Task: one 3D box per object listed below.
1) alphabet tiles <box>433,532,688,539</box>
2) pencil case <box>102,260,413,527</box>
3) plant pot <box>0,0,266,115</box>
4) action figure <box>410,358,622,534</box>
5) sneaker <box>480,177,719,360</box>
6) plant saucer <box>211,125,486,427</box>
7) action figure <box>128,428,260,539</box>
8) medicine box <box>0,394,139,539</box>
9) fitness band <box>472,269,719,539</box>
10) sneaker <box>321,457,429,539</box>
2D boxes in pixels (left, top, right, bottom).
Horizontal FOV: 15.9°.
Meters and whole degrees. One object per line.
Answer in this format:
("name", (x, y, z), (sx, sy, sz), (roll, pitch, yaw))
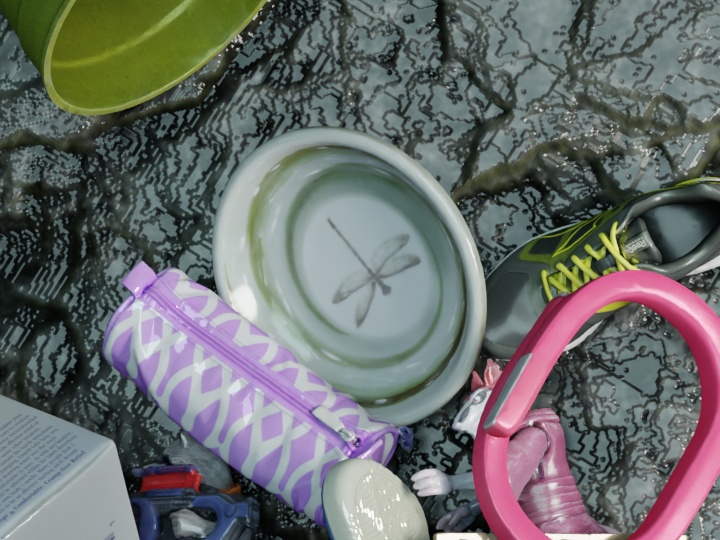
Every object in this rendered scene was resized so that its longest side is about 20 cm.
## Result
("alphabet tiles", (0.122, 0.257, 1.532), (0.167, 0.008, 0.200), (3, 83, -20))
("pencil case", (-0.070, 0.079, 1.621), (0.200, 0.086, 0.084), (34, 70, 16))
("plant pot", (-0.174, -0.238, 1.639), (0.200, 0.200, 0.193), (-41, 70, 1))
("action figure", (0.115, 0.148, 1.585), (0.149, 0.134, 0.200), (-16, 88, 5))
("sneaker", (0.154, -0.009, 1.621), (0.200, 0.085, 0.075), (-29, 81, 1))
("plant saucer", (0.000, 0.000, 1.630), (0.200, 0.050, 0.200), (12, 115, 28))
("action figure", (-0.132, 0.198, 1.648), (0.200, 0.105, 0.194), (4, 78, 36))
("medicine box", (-0.229, 0.172, 1.546), (0.200, 0.182, 0.103), (17, 42, 37))
("fitness band", (0.150, 0.094, 1.551), (0.144, 0.037, 0.200), (39, 67, -11))
("sneaker", (-0.003, 0.196, 1.580), (0.111, 0.200, 0.077), (-6, 42, 33))
